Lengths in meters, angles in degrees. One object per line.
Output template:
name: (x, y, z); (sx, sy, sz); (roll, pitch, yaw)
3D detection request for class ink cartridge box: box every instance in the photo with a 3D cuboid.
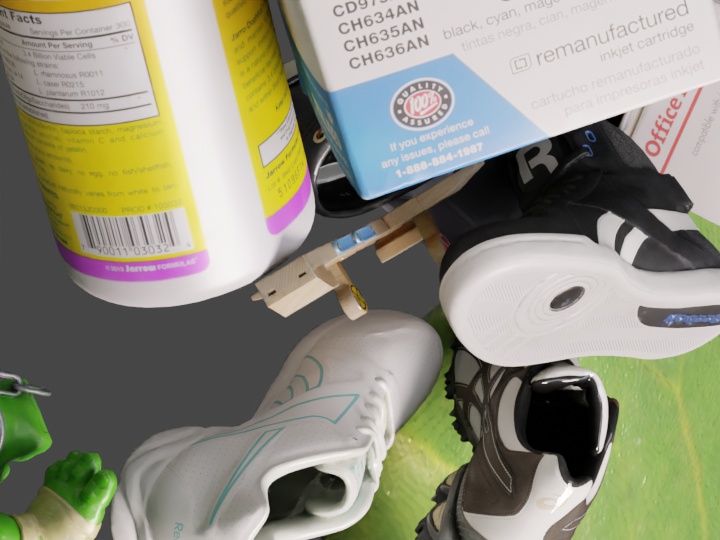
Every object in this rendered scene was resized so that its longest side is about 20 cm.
ink cartridge box: (0.188, -0.104, 1.344); (0.200, 0.068, 0.116); (-51, 165, -50)
ink cartridge box: (0.029, -0.158, 1.008); (0.147, 0.145, 0.200); (-18, 112, -2)

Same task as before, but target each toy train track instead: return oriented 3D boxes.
toy train track: (0.000, 0.000, 1.140); (0.033, 0.115, 0.200); (59, 15, 1)

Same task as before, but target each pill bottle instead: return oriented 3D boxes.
pill bottle: (-0.086, -0.094, 1.039); (0.104, 0.104, 0.200); (-39, 129, -39)

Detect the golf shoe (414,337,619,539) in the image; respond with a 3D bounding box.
golf shoe: (0.087, 0.066, 1.261); (0.078, 0.094, 0.200); (32, 34, -16)

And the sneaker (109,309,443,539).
sneaker: (-0.017, 0.080, 1.197); (0.200, 0.080, 0.070); (-35, 124, -43)

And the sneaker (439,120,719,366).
sneaker: (0.081, -0.020, 1.211); (0.073, 0.112, 0.200); (-42, 151, 26)

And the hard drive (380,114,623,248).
hard drive: (0.081, -0.097, 1.300); (0.135, 0.042, 0.200); (40, 68, -49)

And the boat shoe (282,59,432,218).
boat shoe: (0.048, -0.081, 1.186); (0.201, 0.063, 0.074); (-25, 135, -20)

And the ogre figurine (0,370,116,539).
ogre figurine: (-0.153, 0.126, 1.002); (0.120, 0.098, 0.200); (14, 72, -40)
